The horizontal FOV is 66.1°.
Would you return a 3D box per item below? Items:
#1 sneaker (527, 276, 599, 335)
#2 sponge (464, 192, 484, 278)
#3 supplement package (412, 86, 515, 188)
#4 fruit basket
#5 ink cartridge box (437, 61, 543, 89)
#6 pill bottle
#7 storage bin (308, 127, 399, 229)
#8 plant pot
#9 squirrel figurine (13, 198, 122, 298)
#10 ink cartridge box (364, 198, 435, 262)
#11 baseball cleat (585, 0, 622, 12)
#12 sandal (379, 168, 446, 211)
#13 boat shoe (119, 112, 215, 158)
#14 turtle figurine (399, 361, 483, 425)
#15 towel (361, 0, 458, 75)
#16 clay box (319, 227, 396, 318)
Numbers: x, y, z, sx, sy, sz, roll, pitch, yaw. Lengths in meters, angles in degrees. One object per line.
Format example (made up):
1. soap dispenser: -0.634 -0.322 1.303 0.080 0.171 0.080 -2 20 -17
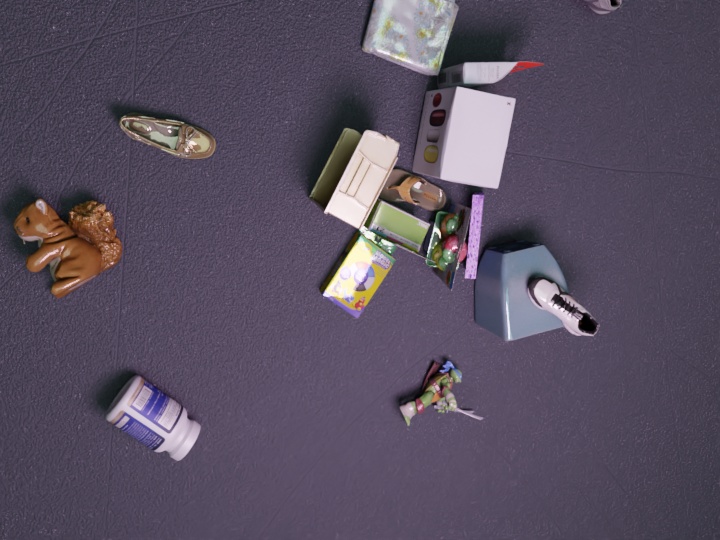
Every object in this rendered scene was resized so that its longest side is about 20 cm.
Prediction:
1. sneaker: 0.478 0.082 1.291 0.198 0.080 0.075 35 88 -10
2. sponge: 0.285 -0.090 1.380 0.029 0.112 0.207 6 103 12
3. supplement package: 0.227 -0.304 1.266 0.142 0.200 0.198 6 102 -15
4. fruit basket: 0.210 -0.066 1.322 0.091 0.200 0.191 12 101 -1
5. ink cartridge box: 0.294 -0.444 1.268 0.193 0.160 0.049 -4 104 -13
6. pill bottle: -0.479 0.348 1.292 0.199 0.116 0.116 43 91 -19
7. storage bin: -0.016 -0.214 1.226 0.092 0.200 0.202 26 97 -19
8. plant pot: 0.401 0.036 1.402 0.190 0.196 0.207 -12 101 -10
9. squirrel figurine: -0.614 -0.069 1.165 0.197 0.141 0.190 -33 99 -19
10. ink cartridge box: 0.093 -0.099 1.275 0.145 0.200 0.078 22 98 -24
11. baseball cleat: 0.536 -0.677 1.301 0.195 0.107 0.071 21 103 -16
12. sandal: 0.127 -0.192 1.344 0.194 0.054 0.083 15 100 -17
13. boat shoe: -0.409 -0.287 1.181 0.195 0.063 0.075 17 99 -17
14. turtle figurine: 0.208 0.364 1.455 0.190 0.144 0.204 -27 105 -2
15. towel: 0.115 -0.557 1.256 0.194 0.048 0.176 14 99 -17
16. clay box: 0.000 0.000 1.363 0.113 0.048 0.203 32 95 -18
